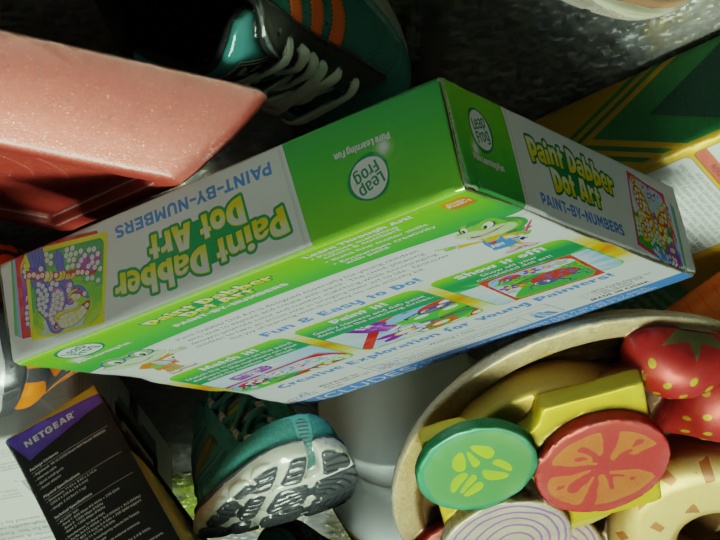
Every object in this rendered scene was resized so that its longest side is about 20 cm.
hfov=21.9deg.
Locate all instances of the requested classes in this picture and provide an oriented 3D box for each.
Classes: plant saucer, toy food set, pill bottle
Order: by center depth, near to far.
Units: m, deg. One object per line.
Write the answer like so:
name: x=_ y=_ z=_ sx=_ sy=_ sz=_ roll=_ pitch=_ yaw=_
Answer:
plant saucer: x=-0.160 y=-0.053 z=0.689 sx=0.198 sy=0.037 sz=0.200 roll=11 pitch=171 yaw=-23
toy food set: x=0.107 y=0.096 z=0.841 sx=0.197 sy=0.049 sz=0.201 roll=-16 pitch=135 yaw=3
pill bottle: x=0.042 y=0.112 z=0.980 sx=0.111 sy=0.113 sz=0.200 roll=-11 pitch=145 yaw=10

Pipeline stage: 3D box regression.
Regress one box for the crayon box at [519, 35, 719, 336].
crayon box: x=0.142 y=-0.034 z=0.824 sx=0.199 sy=0.052 sz=0.126 roll=-24 pitch=143 yaw=25

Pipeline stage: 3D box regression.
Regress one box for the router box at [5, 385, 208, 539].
router box: x=-0.085 y=0.169 z=0.899 sx=0.052 sy=0.158 sz=0.200 roll=-32 pitch=147 yaw=-6

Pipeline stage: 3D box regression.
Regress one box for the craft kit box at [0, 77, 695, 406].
craft kit box: x=0.000 y=0.000 z=0.720 sx=0.199 sy=0.049 sz=0.197 roll=-20 pitch=164 yaw=28

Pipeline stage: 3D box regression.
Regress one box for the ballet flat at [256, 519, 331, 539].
ballet flat: x=-0.005 y=0.172 z=0.917 sx=0.071 sy=0.070 sz=0.200 roll=6 pitch=-176 yaw=-13

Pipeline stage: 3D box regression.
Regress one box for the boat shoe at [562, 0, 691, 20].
boat shoe: x=0.065 y=-0.149 z=0.615 sx=0.072 sy=0.076 sz=0.199 roll=-31 pitch=141 yaw=32

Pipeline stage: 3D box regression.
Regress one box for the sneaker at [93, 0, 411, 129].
sneaker: x=-0.047 y=-0.089 z=0.682 sx=0.071 sy=0.080 sz=0.200 roll=-24 pitch=143 yaw=27

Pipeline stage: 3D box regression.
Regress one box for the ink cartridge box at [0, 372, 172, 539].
ink cartridge box: x=-0.171 y=0.108 z=0.986 sx=0.115 sy=0.068 sz=0.200 roll=-10 pitch=147 yaw=9

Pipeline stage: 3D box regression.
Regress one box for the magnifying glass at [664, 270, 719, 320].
magnifying glass: x=0.113 y=0.051 z=0.845 sx=0.200 sy=0.022 sz=0.079 roll=-39 pitch=129 yaw=21

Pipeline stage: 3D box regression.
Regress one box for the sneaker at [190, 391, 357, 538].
sneaker: x=-0.056 y=0.087 z=0.909 sx=0.077 sy=0.080 sz=0.200 roll=-13 pitch=175 yaw=-15

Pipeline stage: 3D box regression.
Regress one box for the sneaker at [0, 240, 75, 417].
sneaker: x=-0.118 y=0.013 z=0.797 sx=0.111 sy=0.078 sz=0.200 roll=-6 pitch=-172 yaw=-10
